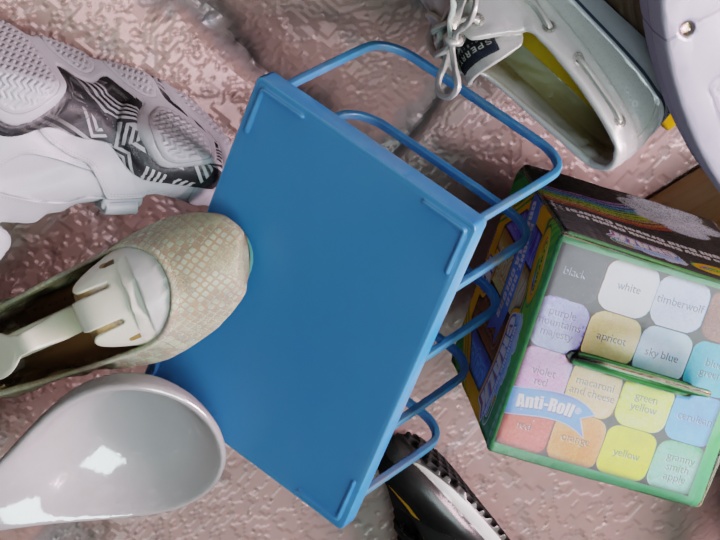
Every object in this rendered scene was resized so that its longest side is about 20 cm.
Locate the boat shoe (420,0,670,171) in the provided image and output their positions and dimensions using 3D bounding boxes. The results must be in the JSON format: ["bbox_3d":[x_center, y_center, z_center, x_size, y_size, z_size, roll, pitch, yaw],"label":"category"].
[{"bbox_3d":[0.066,-0.124,1.472,0.202,0.075,0.086,43,56,-5],"label":"boat shoe"}]

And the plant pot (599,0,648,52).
[{"bbox_3d":[0.211,-0.163,1.489,0.200,0.093,0.202,-10,121,-17],"label":"plant pot"}]

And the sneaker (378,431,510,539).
[{"bbox_3d":[0.051,0.183,1.701,0.090,0.070,0.200,-39,128,-1],"label":"sneaker"}]

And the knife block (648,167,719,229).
[{"bbox_3d":[0.184,-0.010,1.646,0.175,0.064,0.201,8,116,-27],"label":"knife block"}]

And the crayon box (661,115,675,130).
[{"bbox_3d":[0.175,-0.168,1.559,0.200,0.052,0.126,-43,125,6],"label":"crayon box"}]

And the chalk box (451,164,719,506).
[{"bbox_3d":[0.134,0.039,1.512,0.124,0.200,0.125,17,104,-9],"label":"chalk box"}]

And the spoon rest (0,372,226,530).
[{"bbox_3d":[-0.166,0.102,1.516,0.199,0.061,0.100,-10,133,20],"label":"spoon rest"}]

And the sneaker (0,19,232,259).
[{"bbox_3d":[-0.158,-0.052,1.479,0.199,0.075,0.115,21,117,-35],"label":"sneaker"}]

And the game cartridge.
[{"bbox_3d":[0.217,-0.108,1.446,0.133,0.040,0.201,-33,125,-6],"label":"game cartridge"}]

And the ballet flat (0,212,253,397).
[{"bbox_3d":[-0.141,0.028,1.481,0.199,0.062,0.068,-26,89,32],"label":"ballet flat"}]

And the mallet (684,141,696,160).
[{"bbox_3d":[0.274,-0.094,1.599,0.198,0.066,0.041,-5,125,4],"label":"mallet"}]

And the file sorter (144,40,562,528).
[{"bbox_3d":[0.000,0.000,1.502,0.123,0.138,0.201,-32,151,-52],"label":"file sorter"}]
